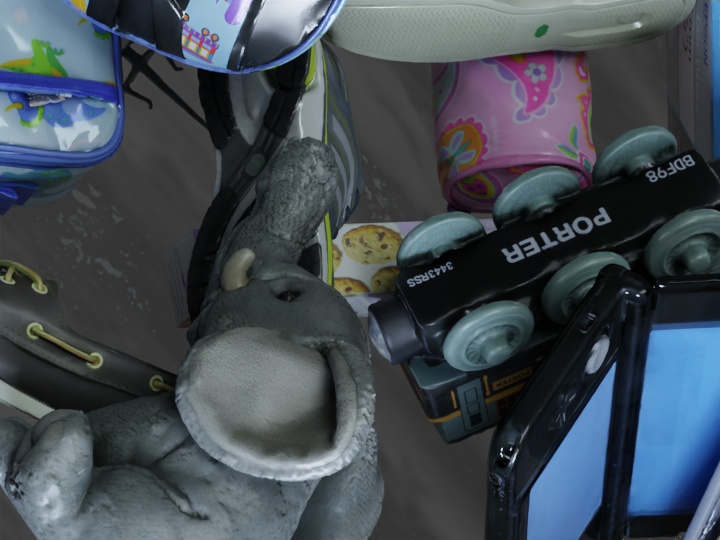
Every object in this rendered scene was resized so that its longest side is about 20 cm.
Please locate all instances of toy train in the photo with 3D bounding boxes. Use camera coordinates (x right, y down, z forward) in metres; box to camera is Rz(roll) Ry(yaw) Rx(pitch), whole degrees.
[{"bbox_3d":[0.100,0.008,1.143,0.200,0.114,0.085,-24,55,-7],"label":"toy train"}]

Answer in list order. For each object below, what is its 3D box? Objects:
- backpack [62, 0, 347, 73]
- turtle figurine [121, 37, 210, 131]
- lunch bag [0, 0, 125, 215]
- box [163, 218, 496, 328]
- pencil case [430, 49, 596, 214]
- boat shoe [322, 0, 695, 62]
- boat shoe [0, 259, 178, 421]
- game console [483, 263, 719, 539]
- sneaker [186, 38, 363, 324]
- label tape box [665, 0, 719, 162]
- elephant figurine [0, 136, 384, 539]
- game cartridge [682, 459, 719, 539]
[{"bbox_3d":[-0.054,-0.198,1.044,0.182,0.200,0.135,23,22,7],"label":"backpack"},{"bbox_3d":[-0.074,-0.174,1.172,0.150,0.101,0.200,-21,75,-36],"label":"turtle figurine"},{"bbox_3d":[-0.207,-0.110,1.073,0.200,0.082,0.161,5,70,-27],"label":"lunch bag"},{"bbox_3d":[0.000,0.000,1.170,0.200,0.039,0.041,-2,71,-31],"label":"box"},{"bbox_3d":[0.080,-0.123,1.247,0.087,0.087,0.200,9,66,-27],"label":"pencil case"},{"bbox_3d":[0.065,-0.145,1.168,0.200,0.072,0.068,-7,71,-19],"label":"boat shoe"},{"bbox_3d":[-0.149,0.032,1.042,0.201,0.072,0.061,34,81,-22],"label":"boat shoe"},{"bbox_3d":[0.145,0.100,1.097,0.116,0.200,0.176,23,53,20],"label":"game console"},{"bbox_3d":[-0.029,-0.028,1.095,0.081,0.074,0.200,29,60,-57],"label":"sneaker"},{"bbox_3d":[0.202,-0.084,1.205,0.066,0.200,0.143,-4,113,1],"label":"label tape box"},{"bbox_3d":[-0.044,0.062,0.974,0.200,0.142,0.155,-35,105,-10],"label":"elephant figurine"},{"bbox_3d":[0.221,0.106,1.126,0.133,0.200,0.041,-16,50,-33],"label":"game cartridge"}]
